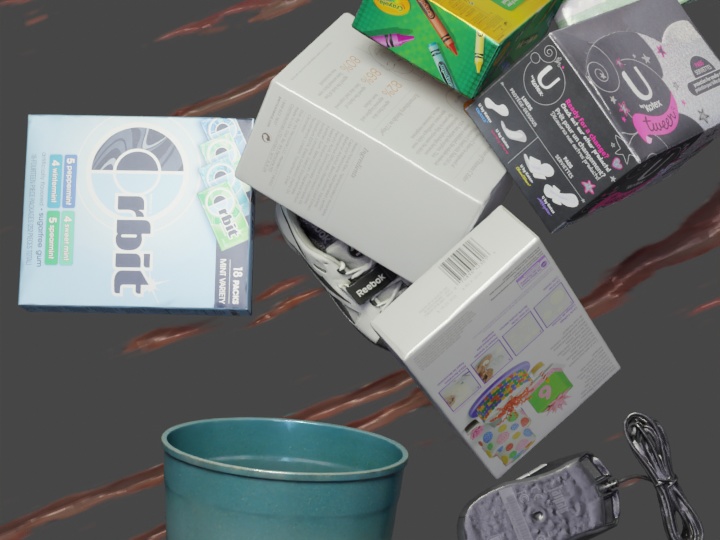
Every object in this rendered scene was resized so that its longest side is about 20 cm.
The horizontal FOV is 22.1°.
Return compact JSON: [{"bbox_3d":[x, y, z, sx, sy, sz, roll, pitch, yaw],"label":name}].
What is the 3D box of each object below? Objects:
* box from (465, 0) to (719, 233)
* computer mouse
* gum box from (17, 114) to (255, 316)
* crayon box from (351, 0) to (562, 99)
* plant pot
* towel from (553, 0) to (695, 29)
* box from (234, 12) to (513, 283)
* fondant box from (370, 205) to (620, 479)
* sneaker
[{"bbox_3d":[0.209,-0.133,1.520,0.200,0.115,0.132,-25,78,-47],"label":"box"},{"bbox_3d":[0.188,0.221,1.562,0.200,0.046,0.141,-27,86,-7],"label":"computer mouse"},{"bbox_3d":[-0.192,-0.048,1.611,0.200,0.045,0.170,2,82,2],"label":"gum box"},{"bbox_3d":[0.088,-0.223,1.550,0.119,0.200,0.058,32,121,9],"label":"crayon box"},{"bbox_3d":[-0.067,0.232,1.502,0.200,0.200,0.188,4,97,3],"label":"plant pot"},{"bbox_3d":[0.216,-0.311,1.646,0.152,0.023,0.200,-23,83,-1],"label":"towel"},{"bbox_3d":[0.024,-0.100,1.543,0.200,0.152,0.106,32,127,7],"label":"box"},{"bbox_3d":[0.114,0.062,1.509,0.144,0.200,0.058,-42,45,-4],"label":"fondant box"},{"bbox_3d":[0.000,0.000,1.576,0.200,0.089,0.074,42,84,6],"label":"sneaker"}]
